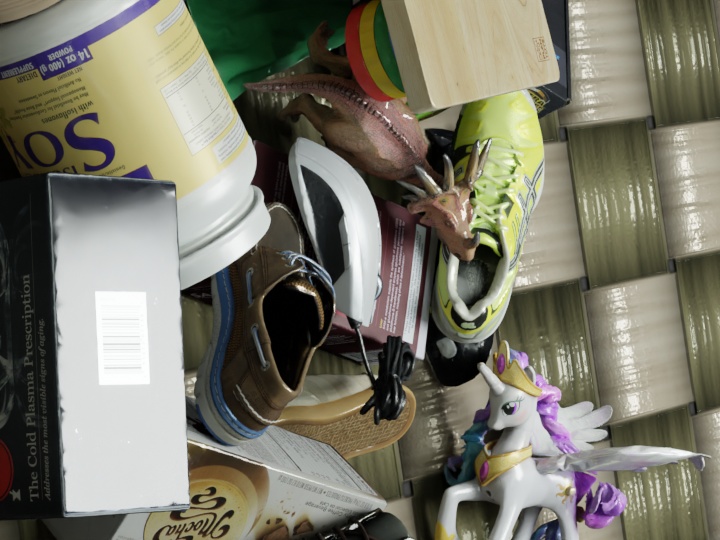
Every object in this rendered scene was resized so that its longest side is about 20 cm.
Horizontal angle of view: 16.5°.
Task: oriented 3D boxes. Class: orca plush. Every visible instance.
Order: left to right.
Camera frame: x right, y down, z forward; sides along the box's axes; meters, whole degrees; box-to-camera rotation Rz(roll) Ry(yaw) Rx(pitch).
[{"bbox_3d":[0.092,-0.013,1.906,0.105,0.071,0.200,30,64,-41],"label":"orca plush"}]

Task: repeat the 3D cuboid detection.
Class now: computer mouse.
[{"bbox_3d":[0.000,0.000,1.712,0.110,0.044,0.200,-50,124,-74],"label":"computer mouse"}]

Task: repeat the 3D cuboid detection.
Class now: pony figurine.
[{"bbox_3d":[0.144,0.160,1.902,0.193,0.167,0.200,10,93,-38],"label":"pony figurine"}]

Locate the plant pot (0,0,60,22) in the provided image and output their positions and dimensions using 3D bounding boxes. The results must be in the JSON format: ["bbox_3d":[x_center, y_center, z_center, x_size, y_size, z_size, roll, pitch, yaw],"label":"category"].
[{"bbox_3d":[-0.223,-0.214,1.514,0.201,0.201,0.093,-49,136,-39],"label":"plant pot"}]

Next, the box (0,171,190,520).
[{"bbox_3d":[-0.204,0.051,1.499,0.104,0.182,0.200,2,83,-47],"label":"box"}]

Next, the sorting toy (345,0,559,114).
[{"bbox_3d":[0.042,-0.210,1.712,0.199,0.070,0.200,-18,94,-59],"label":"sorting toy"}]

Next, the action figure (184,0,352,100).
[{"bbox_3d":[-0.060,-0.186,1.778,0.200,0.055,0.118,-21,98,-46],"label":"action figure"}]

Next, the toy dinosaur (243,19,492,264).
[{"bbox_3d":[0.018,-0.097,1.743,0.200,0.136,0.086,31,101,-42],"label":"toy dinosaur"}]

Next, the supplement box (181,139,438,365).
[{"bbox_3d":[-0.034,-0.009,1.778,0.200,0.061,0.109,24,67,-44],"label":"supplement box"}]

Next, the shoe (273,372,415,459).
[{"bbox_3d":[-0.048,0.112,1.762,0.200,0.053,0.070,-12,126,-43],"label":"shoe"}]

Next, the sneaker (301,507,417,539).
[{"bbox_3d":[-0.025,0.189,1.608,0.106,0.075,0.200,-51,152,-2],"label":"sneaker"}]

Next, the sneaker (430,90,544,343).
[{"bbox_3d":[0.099,-0.045,1.831,0.075,0.076,0.200,7,87,-3],"label":"sneaker"}]

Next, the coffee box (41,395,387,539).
[{"bbox_3d":[-0.095,0.157,1.644,0.200,0.080,0.113,23,104,-43],"label":"coffee box"}]

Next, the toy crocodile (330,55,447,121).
[{"bbox_3d":[0.057,-0.151,1.898,0.200,0.062,0.068,-16,80,-52],"label":"toy crocodile"}]

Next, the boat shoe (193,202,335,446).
[{"bbox_3d":[-0.053,0.026,1.624,0.072,0.072,0.200,42,36,-34],"label":"boat shoe"}]

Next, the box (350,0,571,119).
[{"bbox_3d":[0.077,-0.239,1.887,0.200,0.050,0.199,29,50,-35],"label":"box"}]

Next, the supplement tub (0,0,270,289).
[{"bbox_3d":[-0.154,-0.094,1.597,0.145,0.145,0.200,-43,115,-41],"label":"supplement tub"}]
